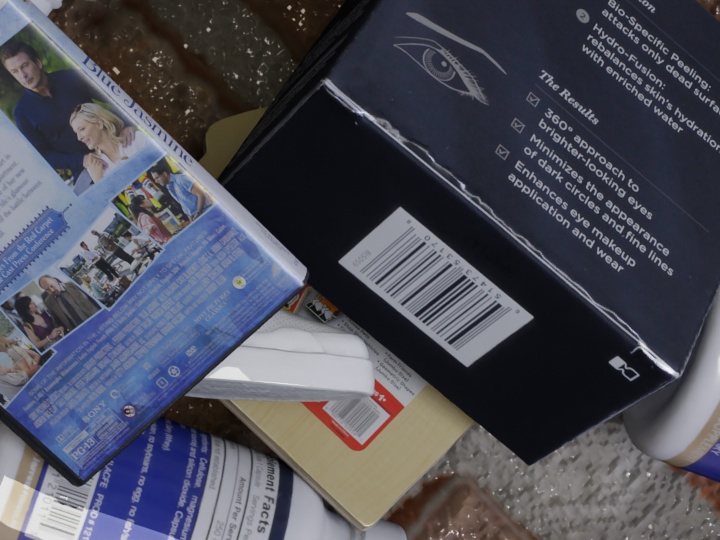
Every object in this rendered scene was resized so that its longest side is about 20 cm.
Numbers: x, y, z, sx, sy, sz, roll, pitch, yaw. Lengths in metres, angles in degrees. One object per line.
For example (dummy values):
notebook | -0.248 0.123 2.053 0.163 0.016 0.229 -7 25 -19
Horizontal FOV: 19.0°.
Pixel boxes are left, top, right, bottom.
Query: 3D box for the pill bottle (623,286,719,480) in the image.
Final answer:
pill bottle | 0.239 0.064 1.046 0.199 0.116 0.116 19 87 -11

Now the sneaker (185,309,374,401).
sneaker | -0.086 -0.005 0.948 0.199 0.074 0.116 9 77 -6

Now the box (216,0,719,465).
box | 0.071 -0.057 0.977 0.196 0.117 0.200 40 51 -9

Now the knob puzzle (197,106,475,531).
knob puzzle | 0.000 0.000 1.031 0.218 0.030 0.221 5 65 -10

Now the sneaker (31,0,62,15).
sneaker | -0.224 -0.168 0.982 0.200 0.078 0.100 39 88 -7

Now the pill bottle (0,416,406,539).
pill bottle | -0.085 0.131 0.990 0.199 0.116 0.116 21 87 -11

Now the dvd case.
dvd case | -0.139 -0.020 0.873 0.143 0.018 0.200 -41 104 20
